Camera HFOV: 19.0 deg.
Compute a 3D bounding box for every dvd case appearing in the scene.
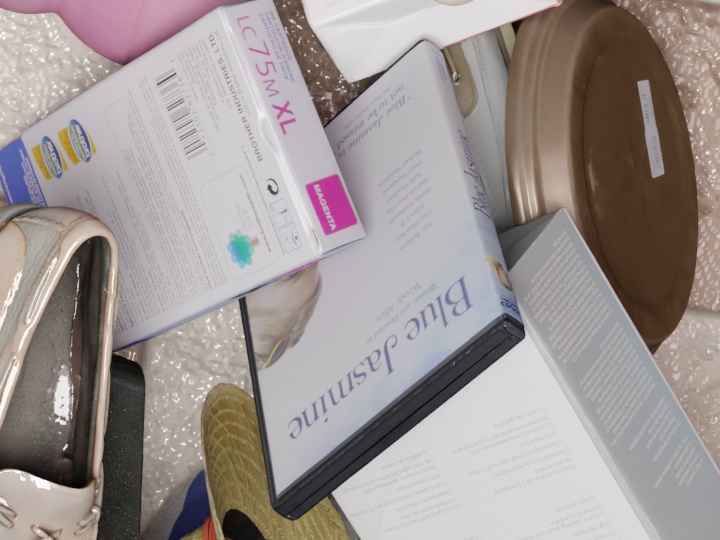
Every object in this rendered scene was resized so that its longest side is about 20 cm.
[{"bbox_3d":[0.000,0.000,0.983,0.142,0.201,0.018,-40,128,23],"label":"dvd case"}]

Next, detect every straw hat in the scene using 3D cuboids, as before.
[{"bbox_3d":[-0.056,0.159,0.956,0.085,0.201,0.202,-27,99,12],"label":"straw hat"}]

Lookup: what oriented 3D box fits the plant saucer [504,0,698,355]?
[{"bbox_3d":[0.128,-0.047,1.087,0.029,0.200,0.202,-8,95,29],"label":"plant saucer"}]

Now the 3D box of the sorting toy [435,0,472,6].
[{"bbox_3d":[0.061,-0.243,0.999,0.199,0.037,0.185,-37,66,-3],"label":"sorting toy"}]

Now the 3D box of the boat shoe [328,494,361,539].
[{"bbox_3d":[0.003,0.210,1.110,0.085,0.075,0.204,-7,84,-17],"label":"boat shoe"}]

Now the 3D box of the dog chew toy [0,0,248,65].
[{"bbox_3d":[-0.144,-0.174,1.036,0.198,0.125,0.126,17,87,-6],"label":"dog chew toy"}]

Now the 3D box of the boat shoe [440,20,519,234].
[{"bbox_3d":[0.055,-0.092,1.101,0.068,0.075,0.202,-12,69,5],"label":"boat shoe"}]

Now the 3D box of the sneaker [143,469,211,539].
[{"bbox_3d":[-0.065,0.199,1.044,0.115,0.080,0.201,34,63,-23],"label":"sneaker"}]

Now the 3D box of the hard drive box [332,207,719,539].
[{"bbox_3d":[0.073,0.095,1.019,0.201,0.155,0.077,59,38,-11],"label":"hard drive box"}]

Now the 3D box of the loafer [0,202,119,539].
[{"bbox_3d":[-0.137,0.072,0.894,0.071,0.063,0.202,6,88,-41],"label":"loafer"}]

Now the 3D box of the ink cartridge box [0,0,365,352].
[{"bbox_3d":[-0.092,-0.036,1.022,0.042,0.199,0.120,-19,87,-47],"label":"ink cartridge box"}]

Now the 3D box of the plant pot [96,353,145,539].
[{"bbox_3d":[-0.205,0.103,0.993,0.176,0.199,0.202,1,91,-28],"label":"plant pot"}]

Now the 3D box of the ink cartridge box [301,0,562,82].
[{"bbox_3d":[0.015,-0.209,1.058,0.116,0.068,0.202,-19,66,11],"label":"ink cartridge box"}]
